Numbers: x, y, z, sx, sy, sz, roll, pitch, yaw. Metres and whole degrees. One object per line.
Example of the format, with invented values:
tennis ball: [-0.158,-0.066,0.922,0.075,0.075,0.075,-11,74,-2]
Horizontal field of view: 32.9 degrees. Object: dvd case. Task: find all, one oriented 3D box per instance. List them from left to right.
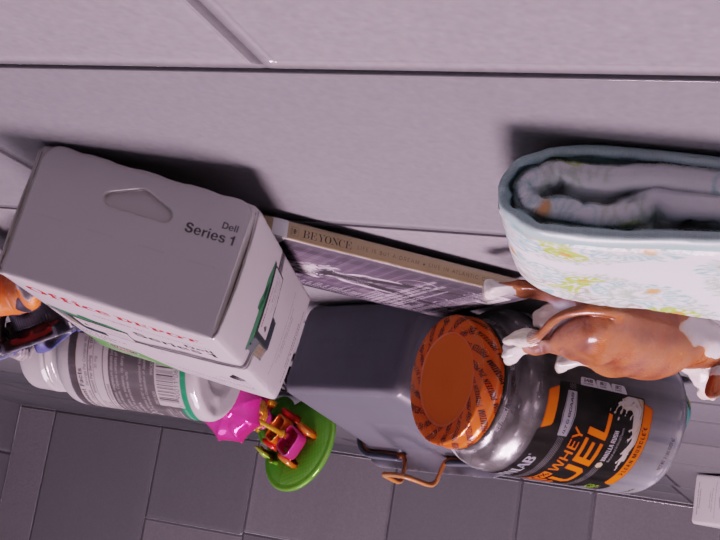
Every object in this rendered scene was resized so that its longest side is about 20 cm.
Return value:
dvd case: [0.000,0.000,0.867,0.197,0.016,0.148,13,169,-18]

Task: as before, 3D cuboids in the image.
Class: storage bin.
storage bin: [0.033,0.101,1.049,0.133,0.148,0.198,30,158,-34]

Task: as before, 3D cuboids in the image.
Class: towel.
towel: [0.170,-0.009,0.609,0.196,0.049,0.171,8,167,12]

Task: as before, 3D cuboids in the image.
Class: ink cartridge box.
ink cartridge box: [-0.123,0.008,0.783,0.144,0.086,0.200,16,167,11]
ink cartridge box: [0.657,0.384,1.963,0.145,0.084,0.199,15,168,-25]

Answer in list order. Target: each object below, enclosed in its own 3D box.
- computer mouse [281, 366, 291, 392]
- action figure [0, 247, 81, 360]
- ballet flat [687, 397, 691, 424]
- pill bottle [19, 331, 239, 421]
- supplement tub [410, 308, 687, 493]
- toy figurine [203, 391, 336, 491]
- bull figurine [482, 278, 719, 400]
computer mouse: [-0.038,0.131,1.447,0.197,0.053,0.139,21,167,2]
action figure: [-0.261,0.007,1.012,0.197,0.106,0.193,-18,171,7]
ballet flat: [0.209,0.120,1.149,0.197,0.075,0.074,14,168,-1]
pill bottle: [-0.218,0.076,1.165,0.197,0.115,0.113,6,168,20]
supplement tub: [0.144,0.100,0.941,0.197,0.125,0.122,13,168,-29]
toy figurine: [-0.161,0.215,1.829,0.183,0.151,0.200,35,180,-35]
bull figurine: [0.170,0.042,0.799,0.120,0.066,0.199,-5,161,40]
